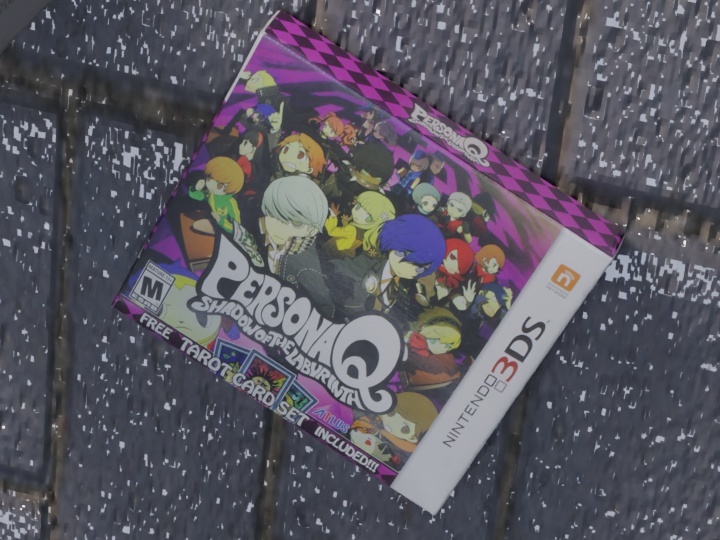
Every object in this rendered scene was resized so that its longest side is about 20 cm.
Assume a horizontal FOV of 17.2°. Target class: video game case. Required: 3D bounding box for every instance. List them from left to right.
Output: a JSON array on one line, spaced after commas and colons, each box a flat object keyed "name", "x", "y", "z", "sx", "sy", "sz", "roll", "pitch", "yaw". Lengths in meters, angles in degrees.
[{"name": "video game case", "x": 0.000, "y": 0.000, "z": 1.164, "sx": 0.199, "sy": 0.036, "sz": 0.182, "roll": 33, "pitch": 121, "yaw": 0}]

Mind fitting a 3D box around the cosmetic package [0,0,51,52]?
[{"name": "cosmetic package", "x": -0.247, "y": -0.189, "z": 1.073, "sx": 0.166, "sy": 0.167, "sz": 0.201, "roll": -9, "pitch": 114, "yaw": 23}]
